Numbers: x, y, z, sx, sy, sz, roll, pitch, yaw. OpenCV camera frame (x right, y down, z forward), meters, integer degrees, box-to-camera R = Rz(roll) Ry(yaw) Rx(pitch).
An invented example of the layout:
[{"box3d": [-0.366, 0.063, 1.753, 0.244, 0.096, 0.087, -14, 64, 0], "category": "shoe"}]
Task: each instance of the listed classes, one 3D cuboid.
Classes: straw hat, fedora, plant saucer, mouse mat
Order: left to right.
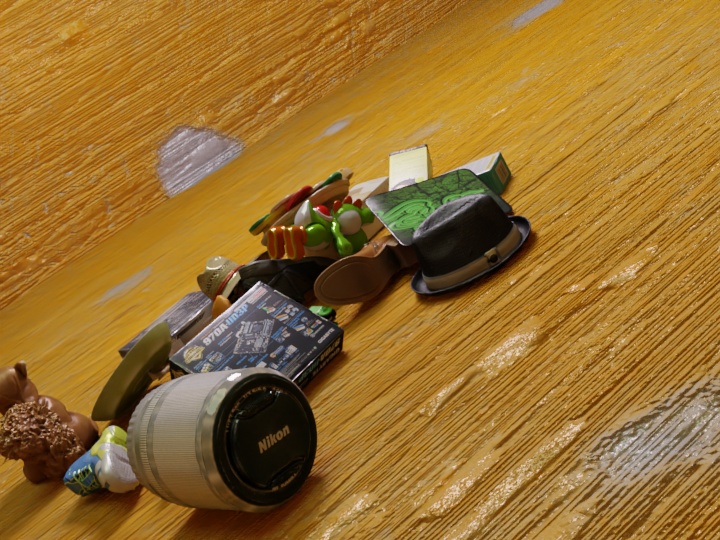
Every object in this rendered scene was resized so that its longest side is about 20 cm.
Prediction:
[{"box3d": [-0.374, 0.176, 1.657, 0.200, 0.031, 0.200, -56, -3, -5], "category": "plant saucer"}, {"box3d": [-0.246, 0.019, 1.775, 0.201, 0.085, 0.201, -55, -5, -7], "category": "straw hat"}, {"box3d": [0.125, -0.105, 1.600, 0.200, 0.008, 0.161, -20, 38, -16], "category": "mouse mat"}, {"box3d": [0.146, -0.050, 1.456, 0.200, 0.092, 0.201, -28, 17, 9], "category": "fedora"}]

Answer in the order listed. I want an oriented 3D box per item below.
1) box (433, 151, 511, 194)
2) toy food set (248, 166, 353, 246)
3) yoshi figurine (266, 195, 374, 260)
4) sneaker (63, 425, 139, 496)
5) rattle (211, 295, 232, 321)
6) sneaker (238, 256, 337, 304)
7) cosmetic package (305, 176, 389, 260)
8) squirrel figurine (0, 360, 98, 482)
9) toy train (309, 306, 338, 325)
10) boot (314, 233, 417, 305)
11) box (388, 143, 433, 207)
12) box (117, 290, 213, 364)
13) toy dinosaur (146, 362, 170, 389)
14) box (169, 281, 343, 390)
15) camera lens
[{"box3d": [0.163, -0.141, 1.759, 0.200, 0.049, 0.082, -20, 20, 31], "category": "box"}, {"box3d": [-0.100, -0.110, 1.756, 0.200, 0.049, 0.198, -38, -5, 20], "category": "toy food set"}, {"box3d": [-0.055, -0.050, 1.681, 0.200, 0.112, 0.112, -19, -27, -37], "category": "yoshi figurine"}, {"box3d": [-0.368, 0.293, 1.406, 0.105, 0.076, 0.200, -44, 11, -4], "category": "sneaker"}, {"box3d": [-0.248, 0.157, 1.467, 0.200, 0.143, 0.130, -28, 35, -14], "category": "rattle"}, {"box3d": [-0.112, 0.035, 1.702, 0.199, 0.114, 0.076, -8, -7, -44], "category": "sneaker"}, {"box3d": [-0.019, -0.092, 1.882, 0.105, 0.071, 0.200, -11, 26, 47], "category": "cosmetic package"}, {"box3d": [-0.524, 0.239, 1.591, 0.141, 0.187, 0.200, -34, 18, -14], "category": "squirrel figurine"}, {"box3d": [-0.103, 0.117, 1.476, 0.056, 0.042, 0.200, 0, 32, 38], "category": "toy train"}, {"box3d": [0.000, 0.000, 1.598, 0.200, 0.074, 0.155, -24, 7, -17], "category": "boot"}, {"box3d": [0.088, -0.141, 1.709, 0.075, 0.050, 0.200, -14, 35, 11], "category": "box"}, {"box3d": [-0.345, 0.110, 1.894, 0.158, 0.048, 0.200, -11, 25, 48], "category": "box"}, {"box3d": [-0.295, 0.165, 1.643, 0.101, 0.058, 0.200, -36, 18, -22], "category": "toy dinosaur"}, {"box3d": [-0.143, 0.117, 1.394, 0.159, 0.046, 0.200, 28, 49, 22], "category": "box"}, {"box3d": [-0.161, 0.197, 1.158, 0.200, 0.160, 0.160, -11, 26, 47], "category": "camera lens"}]
